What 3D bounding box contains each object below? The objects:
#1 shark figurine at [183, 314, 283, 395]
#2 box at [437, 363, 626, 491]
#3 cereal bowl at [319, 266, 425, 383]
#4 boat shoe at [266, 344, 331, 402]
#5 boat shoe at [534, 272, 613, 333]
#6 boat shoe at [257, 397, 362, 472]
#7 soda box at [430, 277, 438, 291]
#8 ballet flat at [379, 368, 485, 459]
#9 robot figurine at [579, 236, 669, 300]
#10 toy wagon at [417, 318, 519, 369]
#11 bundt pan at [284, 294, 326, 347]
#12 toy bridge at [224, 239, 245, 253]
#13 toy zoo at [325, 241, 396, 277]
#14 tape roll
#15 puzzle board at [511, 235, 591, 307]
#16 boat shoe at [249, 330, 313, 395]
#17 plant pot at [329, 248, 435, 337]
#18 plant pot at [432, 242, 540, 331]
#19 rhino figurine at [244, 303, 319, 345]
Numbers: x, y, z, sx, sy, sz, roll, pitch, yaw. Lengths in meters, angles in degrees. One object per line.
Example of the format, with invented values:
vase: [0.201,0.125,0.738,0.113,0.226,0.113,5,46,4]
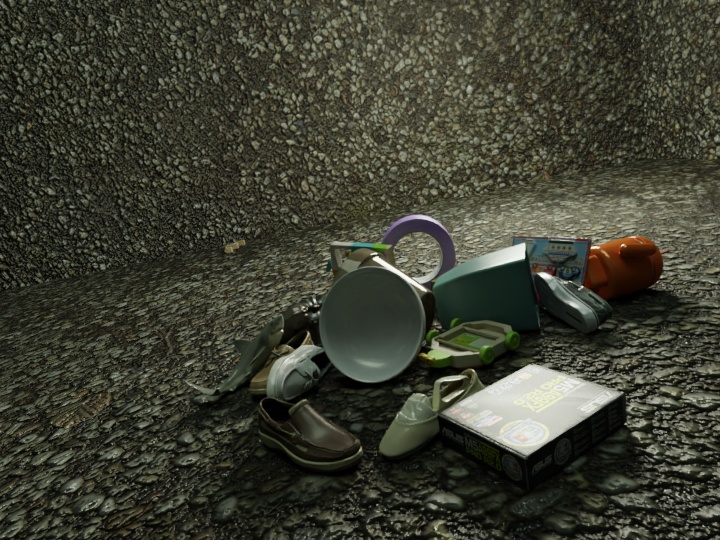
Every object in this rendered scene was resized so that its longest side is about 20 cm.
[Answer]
shark figurine: [-0.238,0.176,1.094,0.089,0.129,0.214,36,63,21]
box: [0.226,0.196,0.741,0.196,0.045,0.159,-18,14,-29]
cereal bowl: [0.026,0.097,1.016,0.195,0.206,0.083,-7,-6,14]
boat shoe: [-0.104,0.188,1.015,0.067,0.074,0.199,-5,5,19]
boat shoe: [0.417,0.057,1.099,0.069,0.074,0.201,-19,30,-8]
boat shoe: [-0.083,0.226,0.795,0.199,0.077,0.074,0,16,40]
soda box: [0.260,0.031,1.379,0.067,0.066,0.198,3,19,46]
ballet flat: [0.103,0.196,0.797,0.197,0.071,0.069,-20,16,-33]
robot figurine: [0.551,-0.007,1.180,0.195,0.147,0.117,-14,29,-14]
toy wagon: [0.188,0.139,1.025,0.197,0.041,0.154,-21,17,-31]
bundt pan: [-0.095,0.110,1.307,0.196,0.078,0.202,-9,12,2]
toy bridge: [-0.659,-0.121,2.866,0.065,0.028,0.200,-11,13,12]
toy zoo: [0.000,0.000,1.291,0.196,0.134,0.020,5,29,37]
tape roll: [0.147,-0.039,1.454,0.195,0.205,0.066,-9,11,5]
puzzle board: [0.397,0.002,1.209,0.017,0.155,0.198,12,-2,-36]
boat shoe: [-0.154,0.178,1.083,0.070,0.066,0.200,-4,14,25]
plant pot: [0.053,0.076,1.137,0.171,0.205,0.199,19,26,30]
plant pot: [0.258,0.047,1.155,0.195,0.145,0.141,-12,11,21]
rhino figurine: [-0.178,0.135,1.193,0.198,0.061,0.087,-35,-18,15]
